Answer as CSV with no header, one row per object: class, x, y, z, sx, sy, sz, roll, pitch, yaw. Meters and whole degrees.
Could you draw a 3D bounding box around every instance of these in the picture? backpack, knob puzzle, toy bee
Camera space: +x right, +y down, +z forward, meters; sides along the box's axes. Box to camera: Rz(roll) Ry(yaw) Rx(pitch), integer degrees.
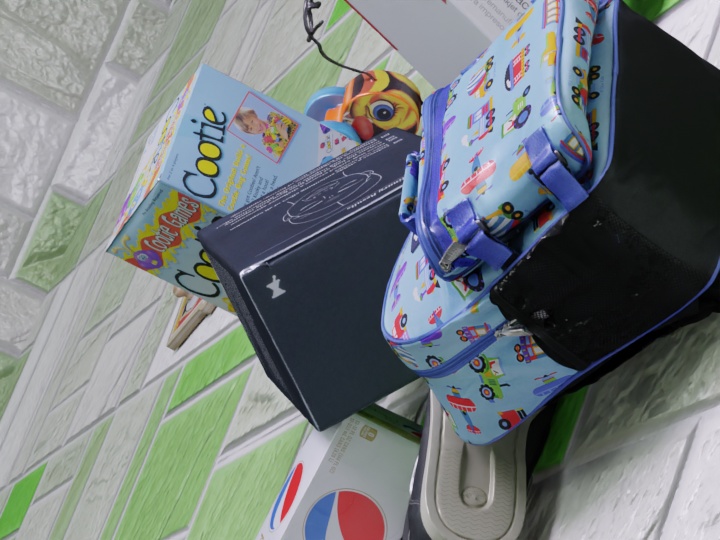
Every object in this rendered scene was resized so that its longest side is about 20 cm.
backpack,0.083,-0.021,1.398,0.200,0.134,0.183,-41,24,35
knob puzzle,-0.123,-0.045,2.587,0.220,0.030,0.220,-58,13,23
toy bee,0.008,-0.097,2.048,0.200,0.108,0.132,91,-175,-55

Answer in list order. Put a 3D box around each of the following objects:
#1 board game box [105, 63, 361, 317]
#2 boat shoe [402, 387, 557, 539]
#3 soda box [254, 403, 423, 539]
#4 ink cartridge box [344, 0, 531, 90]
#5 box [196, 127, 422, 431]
board game box,-0.050,-0.030,1.867,0.103,0.199,0.105,-46,21,52
boat shoe,0.062,0.087,1.484,0.068,0.071,0.201,106,-179,-46
soda box,-0.028,0.175,1.675,0.201,0.068,0.064,-63,12,6
ink cartridge box,0.088,-0.210,1.670,0.200,0.144,0.084,-49,5,-29
box,0.000,0.000,1.681,0.148,0.108,0.200,-28,11,-5
